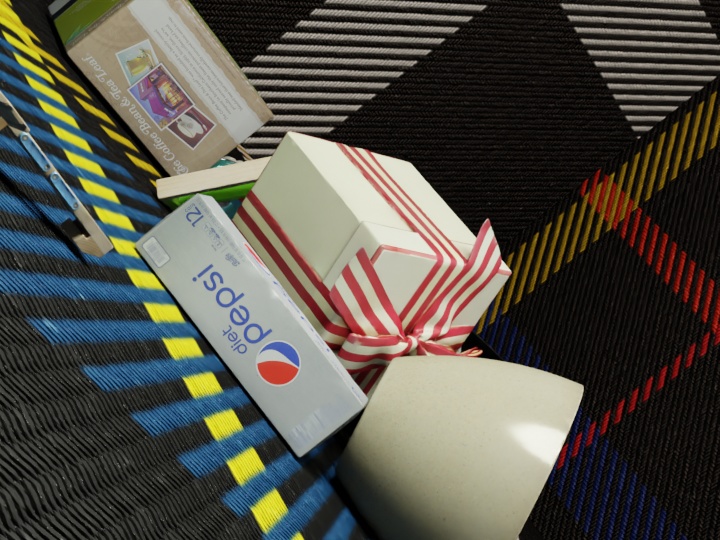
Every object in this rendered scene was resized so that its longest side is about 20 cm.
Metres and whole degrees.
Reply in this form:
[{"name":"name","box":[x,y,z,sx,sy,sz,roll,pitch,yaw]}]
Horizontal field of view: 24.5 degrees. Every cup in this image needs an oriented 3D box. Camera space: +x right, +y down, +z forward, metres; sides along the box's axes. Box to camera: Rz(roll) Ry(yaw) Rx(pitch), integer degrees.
[{"name":"cup","box":[0.065,0.145,1.294,0.143,0.201,0.200,28,0,4]}]

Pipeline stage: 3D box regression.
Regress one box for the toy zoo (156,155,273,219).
[{"name":"toy zoo","box":[-0.107,-0.065,1.632,0.200,0.130,0.021,45,36,-72]}]

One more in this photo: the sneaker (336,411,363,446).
[{"name":"sneaker","box":[0.021,0.159,1.543,0.200,0.074,0.085,42,12,-25]}]

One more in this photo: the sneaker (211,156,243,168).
[{"name":"sneaker","box":[-0.117,-0.046,1.889,0.200,0.077,0.080,52,11,-10]}]

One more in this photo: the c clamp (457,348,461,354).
[{"name":"c clamp","box":[0.074,0.155,1.460,0.171,0.027,0.201,105,-10,-66]}]

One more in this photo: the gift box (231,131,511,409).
[{"name":"gift box","box":[0.000,0.000,1.382,0.184,0.201,0.187,4,37,-43]}]

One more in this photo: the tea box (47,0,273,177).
[{"name":"tea box","box":[-0.219,-0.226,1.796,0.200,0.133,0.197,51,3,-29]}]

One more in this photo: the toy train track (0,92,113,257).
[{"name":"toy train track","box":[-0.202,-0.072,0.928,0.115,0.032,0.200,44,-10,46]}]

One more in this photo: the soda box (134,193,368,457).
[{"name":"soda box","box":[-0.079,0.040,1.233,0.200,0.063,0.068,52,3,2]}]

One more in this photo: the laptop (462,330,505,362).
[{"name":"laptop","box":[0.023,0.028,1.573,0.116,0.186,0.201,-28,106,-66]}]
